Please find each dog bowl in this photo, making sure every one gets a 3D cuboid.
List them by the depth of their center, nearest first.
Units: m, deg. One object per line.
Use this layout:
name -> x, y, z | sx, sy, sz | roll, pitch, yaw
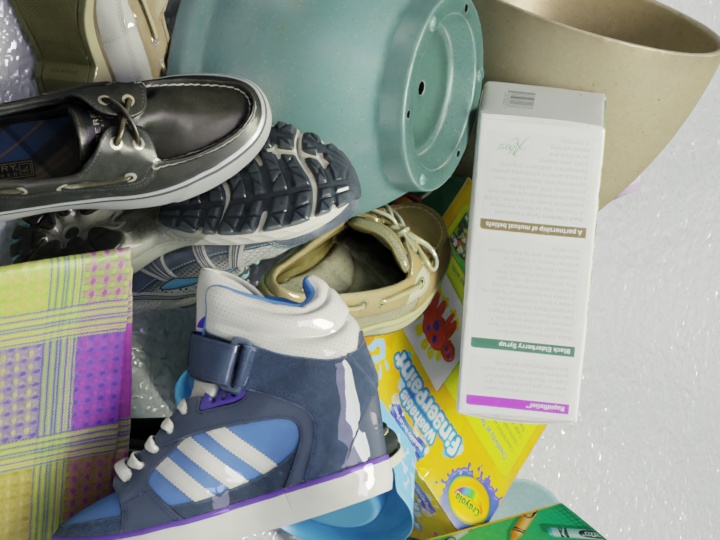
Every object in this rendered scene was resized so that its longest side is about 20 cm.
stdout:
dog bowl -> -0.034, 0.100, 1.327 | 0.200, 0.111, 0.050 | 56, 39, -37

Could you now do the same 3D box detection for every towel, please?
towel -> -0.192, 0.083, 1.146 | 0.143, 0.023, 0.200 | -9, 120, -29

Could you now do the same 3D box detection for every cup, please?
cup -> 0.128, -0.117, 1.429 | 0.200, 0.200, 0.143 | -6, 120, -48

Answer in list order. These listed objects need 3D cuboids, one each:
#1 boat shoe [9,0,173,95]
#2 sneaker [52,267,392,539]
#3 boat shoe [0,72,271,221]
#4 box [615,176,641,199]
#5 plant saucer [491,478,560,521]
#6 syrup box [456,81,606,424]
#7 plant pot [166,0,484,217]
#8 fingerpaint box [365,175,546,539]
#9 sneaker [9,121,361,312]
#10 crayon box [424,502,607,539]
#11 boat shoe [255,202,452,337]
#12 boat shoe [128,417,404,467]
boat shoe -> -0.150, -0.155, 1.179 | 0.068, 0.075, 0.200 | -38, 134, -40
sneaker -> -0.089, 0.076, 1.164 | 0.081, 0.200, 0.147 | -4, 78, -85
boat shoe -> -0.144, -0.067, 1.126 | 0.200, 0.057, 0.069 | -14, 75, -8
box -> 0.133, -0.056, 1.538 | 0.200, 0.041, 0.039 | -21, 111, -44
plant saucer -> 0.087, 0.248, 1.540 | 0.201, 0.039, 0.201 | -10, 103, -48
syrup box -> 0.107, -0.010, 1.330 | 0.079, 0.081, 0.200 | -71, 166, -69
plant pot -> -0.008, -0.115, 1.252 | 0.200, 0.134, 0.201 | -42, 138, -53
fingerpaint box -> 0.047, 0.061, 1.435 | 0.167, 0.073, 0.200 | -56, 133, -27
sneaker -> -0.091, -0.023, 1.196 | 0.086, 0.200, 0.078 | 59, 22, -54
crayon box -> 0.067, 0.237, 1.416 | 0.200, 0.058, 0.119 | -10, 125, -37
boat shoe -> -0.002, -0.001, 1.279 | 0.201, 0.073, 0.063 | -27, 153, -47
boat shoe -> -0.076, 0.099, 1.237 | 0.075, 0.199, 0.066 | -74, 156, -77
